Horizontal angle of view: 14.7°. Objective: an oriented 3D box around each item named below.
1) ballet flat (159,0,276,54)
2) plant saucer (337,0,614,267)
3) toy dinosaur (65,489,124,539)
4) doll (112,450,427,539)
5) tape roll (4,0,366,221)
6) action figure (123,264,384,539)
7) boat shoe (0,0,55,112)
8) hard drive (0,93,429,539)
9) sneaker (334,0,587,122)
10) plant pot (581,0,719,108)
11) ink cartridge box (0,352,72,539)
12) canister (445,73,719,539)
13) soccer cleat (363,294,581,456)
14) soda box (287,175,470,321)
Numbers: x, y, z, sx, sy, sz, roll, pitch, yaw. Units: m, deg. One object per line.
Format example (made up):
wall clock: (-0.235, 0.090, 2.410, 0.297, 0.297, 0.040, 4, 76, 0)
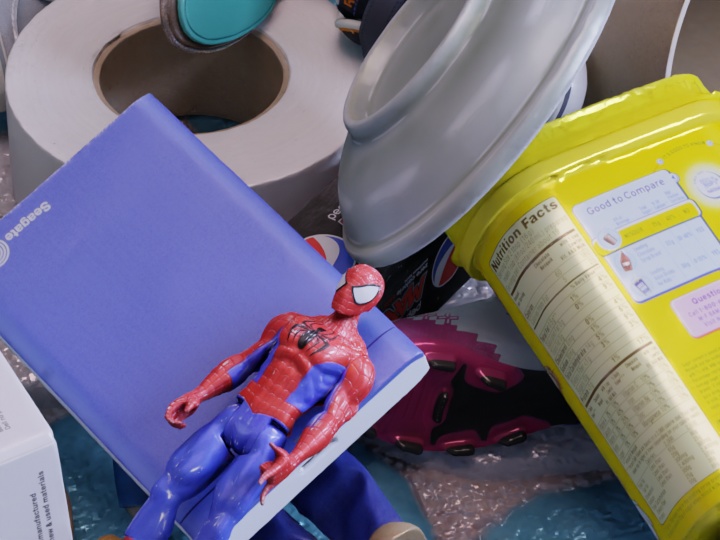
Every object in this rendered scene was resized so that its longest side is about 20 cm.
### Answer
ballet flat: (-0.067, -0.174, 1.510, 0.067, 0.068, 0.200, 5, 32, 34)
plant saucer: (0.042, -0.096, 1.318, 0.050, 0.200, 0.201, 36, 39, -17)
toy dinosaur: (-0.143, 0.137, 1.253, 0.105, 0.061, 0.201, 9, 42, 10)
doll: (-0.055, 0.080, 1.290, 0.200, 0.048, 0.137, 41, 95, 26)
tape roll: (-0.090, -0.080, 1.492, 0.201, 0.071, 0.203, 1, 42, -1)
action figure: (-0.052, 0.077, 1.207, 0.065, 0.052, 0.200, 29, 70, 28)
boat shoe: (-0.192, -0.163, 1.582, 0.071, 0.070, 0.201, -6, 39, -3)
hard drive: (-0.082, 0.023, 1.282, 0.132, 0.025, 0.200, -42, 62, -10)
sneaker: (0.037, -0.133, 1.461, 0.079, 0.079, 0.200, 4, 30, -38)
plant pot: (0.146, -0.138, 1.506, 0.199, 0.188, 0.187, 22, 43, 41)
ink cartridge box: (-0.244, 0.091, 1.195, 0.199, 0.084, 0.145, -21, 44, -19)
canister: (0.151, 0.022, 1.297, 0.148, 0.087, 0.201, -21, 64, -25)
soccer cleat: (0.073, 0.042, 1.367, 0.199, 0.070, 0.087, 0, 38, -12)
soda box: (0.000, 0.000, 1.403, 0.063, 0.071, 0.200, 26, 47, 24)
